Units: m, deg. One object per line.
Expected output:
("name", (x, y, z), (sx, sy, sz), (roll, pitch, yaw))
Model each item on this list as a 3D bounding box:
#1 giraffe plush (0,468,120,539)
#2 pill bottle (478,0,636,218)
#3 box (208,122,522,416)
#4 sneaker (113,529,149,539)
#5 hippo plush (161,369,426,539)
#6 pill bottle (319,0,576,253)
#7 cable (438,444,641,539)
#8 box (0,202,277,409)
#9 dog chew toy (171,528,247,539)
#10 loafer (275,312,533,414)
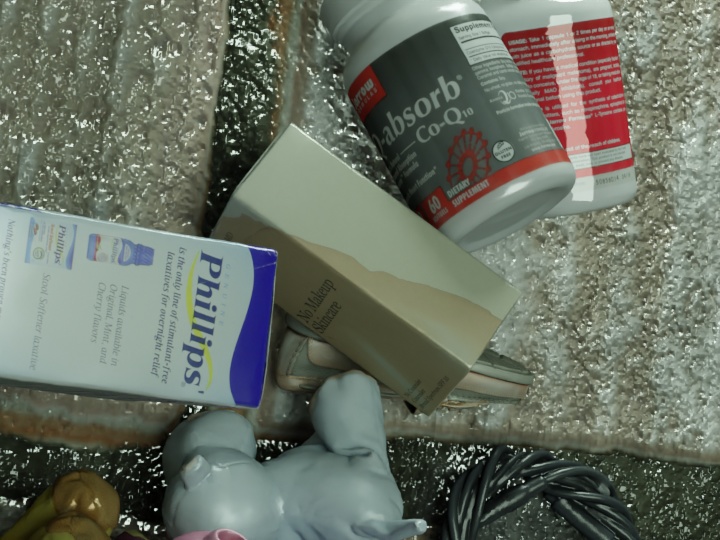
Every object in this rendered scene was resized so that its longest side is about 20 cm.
("giraffe plush", (-0.264, 0.204, 1.333), (0.162, 0.173, 0.200), (25, 119, -16))
("pill bottle", (0.138, -0.143, 1.569), (0.112, 0.112, 0.200), (-12, 97, -30))
("box", (0.000, 0.000, 1.454), (0.200, 0.095, 0.078), (35, 59, 2))
("sneaker", (-0.175, 0.275, 1.411), (0.090, 0.075, 0.200), (1, 90, -26))
("hippo plush", (-0.058, 0.172, 1.445), (0.160, 0.200, 0.160), (-3, 126, -11))
("pill bottle", (0.058, -0.120, 1.491), (0.116, 0.116, 0.200), (-22, 77, -28))
("cable", (0.139, 0.221, 1.618), (0.200, 0.051, 0.164), (14, 79, -27))
("box", (-0.184, 0.025, 1.343), (0.200, 0.184, 0.105), (10, 84, -30))
("dog chew toy", (-0.118, 0.247, 1.311), (0.124, 0.125, 0.200), (13, 113, -30))
("loafer", (0.029, 0.075, 1.542), (0.200, 0.072, 0.063), (15, 100, -23))
